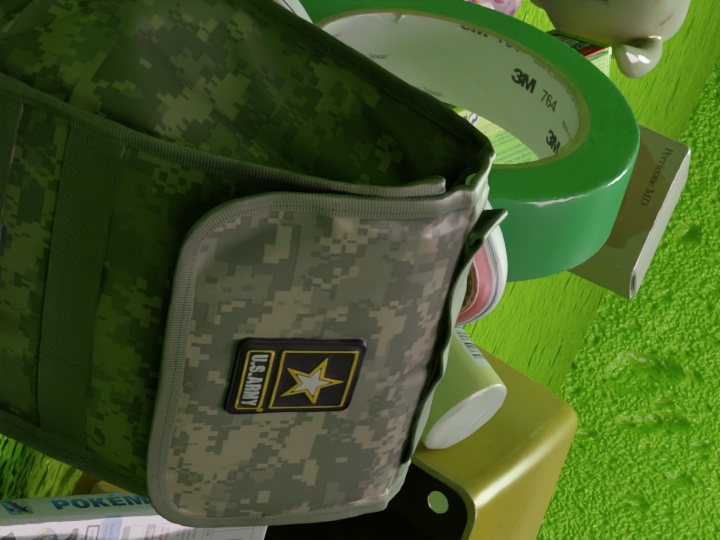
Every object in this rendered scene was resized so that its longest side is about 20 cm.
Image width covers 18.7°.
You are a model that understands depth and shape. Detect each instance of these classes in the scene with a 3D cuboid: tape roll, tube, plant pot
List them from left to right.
[{"bbox_3d":[0.000,0.000,1.123,0.052,0.201,0.058,-4,143,-51],"label":"tube"},{"bbox_3d":[0.007,0.126,1.225,0.176,0.199,0.201,-25,139,-51],"label":"plant pot"},{"bbox_3d":[0.036,-0.071,1.066,0.201,0.199,0.049,-50,159,-56],"label":"tape roll"}]

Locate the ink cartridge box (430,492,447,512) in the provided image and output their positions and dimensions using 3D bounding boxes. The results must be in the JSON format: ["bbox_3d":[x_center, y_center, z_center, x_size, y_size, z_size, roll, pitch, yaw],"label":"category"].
[{"bbox_3d":[0.102,0.203,2.068,0.201,0.144,0.084,94,21,-59],"label":"ink cartridge box"}]

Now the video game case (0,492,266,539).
[{"bbox_3d":[-0.139,0.187,0.938,0.181,0.022,0.202,1,115,-39],"label":"video game case"}]

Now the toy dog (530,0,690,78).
[{"bbox_3d":[0.116,-0.225,1.294,0.200,0.138,0.195,45,44,-46],"label":"toy dog"}]

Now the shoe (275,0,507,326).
[{"bbox_3d":[-0.015,-0.040,0.924,0.071,0.200,0.091,-35,-166,22],"label":"shoe"}]

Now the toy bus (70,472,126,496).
[{"bbox_3d":[-0.147,0.178,1.012,0.202,0.078,0.065,-70,167,16],"label":"toy bus"}]

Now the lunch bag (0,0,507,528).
[{"bbox_3d":[-0.058,-0.006,0.757,0.118,0.199,0.165,-56,165,-46],"label":"lunch bag"}]

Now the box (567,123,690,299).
[{"bbox_3d":[0.103,-0.069,1.393,0.078,0.199,0.096,65,49,-75],"label":"box"}]

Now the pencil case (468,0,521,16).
[{"bbox_3d":[0.024,-0.095,1.273,0.087,0.087,0.202,22,90,-79],"label":"pencil case"}]

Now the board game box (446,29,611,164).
[{"bbox_3d":[0.059,-0.059,1.228,0.199,0.047,0.103,-23,124,-38],"label":"board game box"}]
